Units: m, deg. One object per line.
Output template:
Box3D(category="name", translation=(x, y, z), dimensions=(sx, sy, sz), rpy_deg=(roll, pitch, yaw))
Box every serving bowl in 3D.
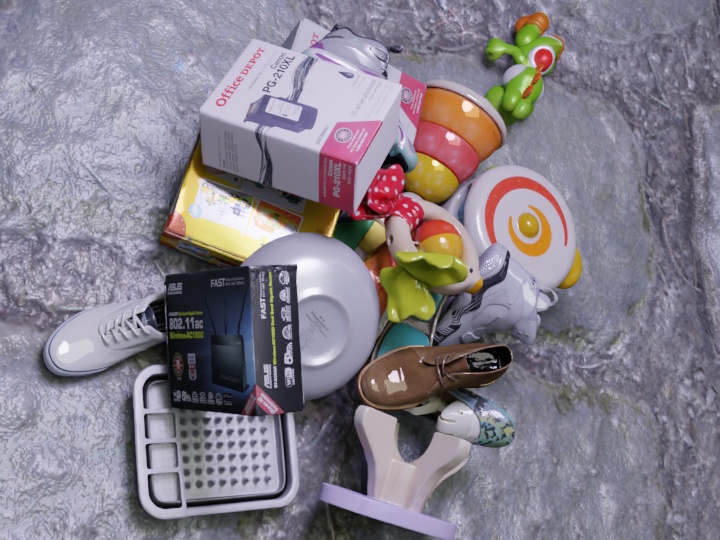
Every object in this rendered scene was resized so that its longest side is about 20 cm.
Box3D(category="serving bowl", translation=(-0.061, 0.062, 1.245), dimensions=(0.196, 0.066, 0.204), rpy_deg=(-5, 105, -20))

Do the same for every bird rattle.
Box3D(category="bird rattle", translation=(0.069, -0.032, 1.291), dimensions=(0.161, 0.113, 0.202), rpy_deg=(10, 41, -36))

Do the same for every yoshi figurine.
Box3D(category="yoshi figurine", translation=(0.235, -0.290, 1.605), dimensions=(0.110, 0.113, 0.202), rpy_deg=(16, 50, 13))

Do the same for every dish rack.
Box3D(category="dish rack", translation=(-0.173, 0.199, 1.255), dimensions=(0.196, 0.043, 0.175), rpy_deg=(1, 73, -28))

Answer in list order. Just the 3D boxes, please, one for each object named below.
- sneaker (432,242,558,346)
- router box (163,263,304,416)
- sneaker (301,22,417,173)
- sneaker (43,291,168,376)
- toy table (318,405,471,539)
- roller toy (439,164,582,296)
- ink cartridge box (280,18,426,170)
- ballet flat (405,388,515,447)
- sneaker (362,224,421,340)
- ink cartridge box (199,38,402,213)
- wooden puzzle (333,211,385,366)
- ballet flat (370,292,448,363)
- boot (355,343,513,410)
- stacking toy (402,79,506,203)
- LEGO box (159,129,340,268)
Box3D(category="sneaker", translation=(0.165, 0.067, 1.383), dimensions=(0.114, 0.201, 0.075), rpy_deg=(33, 34, -1))
Box3D(category="router box", translation=(-0.140, 0.074, 1.151), dimensions=(0.061, 0.198, 0.153), rpy_deg=(-1, 87, -37))
Box3D(category="sneaker", translation=(0.023, -0.230, 1.348), dimensions=(0.200, 0.077, 0.140), rpy_deg=(45, 59, -9))
Box3D(category="sneaker", translation=(-0.268, 0.062, 1.230), dimensions=(0.198, 0.071, 0.074), rpy_deg=(-23, 86, -31))
Box3D(category="toy table", translation=(0.050, 0.245, 1.290), dimensions=(0.199, 0.182, 0.119), rpy_deg=(30, 75, -46))
Box3D(category="roller toy", translation=(0.200, -0.042, 1.470), dimensions=(0.181, 0.139, 0.203), rpy_deg=(-27, 88, -31))
Box3D(category="ink cartridge box", translation=(-0.026, -0.215, 1.412), dimensions=(0.198, 0.083, 0.147), rpy_deg=(26, 62, -20))
Box3D(category="ballet flat", translation=(0.098, 0.174, 1.342), dimensions=(0.198, 0.075, 0.074), rpy_deg=(25, 55, 30))
Box3D(category="sneaker", translation=(0.027, 0.000, 1.345), dimensions=(0.077, 0.073, 0.202), rpy_deg=(34, 73, -13))
Box3D(category="ink cartridge box", translation=(-0.069, -0.169, 1.232), dimensions=(0.197, 0.085, 0.146), rpy_deg=(19, 51, 13))
Box3D(category="wooden puzzle", translation=(0.000, 0.000, 1.391), dimensions=(0.199, 0.037, 0.186), rpy_deg=(40, 73, -13))
Box3D(category="ballet flat", translation=(0.063, 0.074, 1.359), dimensions=(0.069, 0.069, 0.202), rpy_deg=(36, 65, -13))
Box3D(category="boot", translation=(0.091, 0.117, 1.280), dimensions=(0.196, 0.075, 0.075), rpy_deg=(-10, 78, -20))
Box3D(category="stacking toy", translation=(0.099, -0.145, 1.465), dimensions=(0.145, 0.146, 0.202), rpy_deg=(35, 73, -14))
Box3D(category="LEGO box", translation=(-0.127, -0.073, 1.312), dimensions=(0.197, 0.077, 0.152), rpy_deg=(21, 75, -10))
